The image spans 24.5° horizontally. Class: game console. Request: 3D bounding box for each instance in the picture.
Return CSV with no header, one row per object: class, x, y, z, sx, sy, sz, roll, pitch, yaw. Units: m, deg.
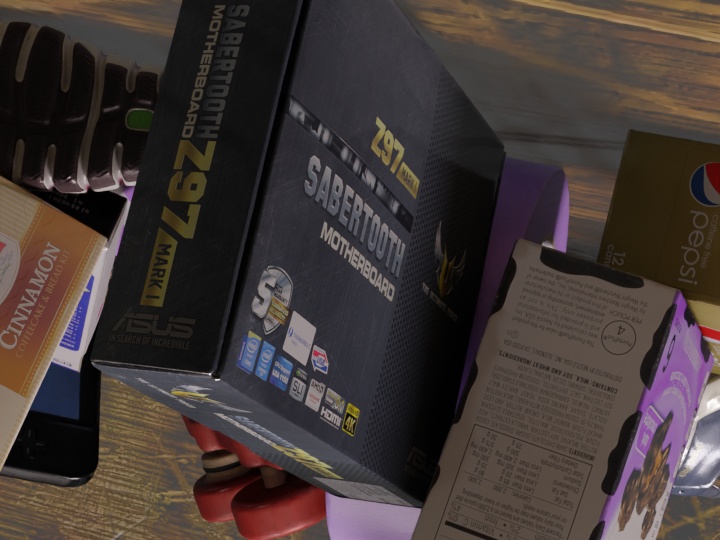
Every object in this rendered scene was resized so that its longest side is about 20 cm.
game console,-0.232,0.012,1.033,0.175,0.201,0.117,14,135,-20

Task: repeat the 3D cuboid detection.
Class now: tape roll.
tape roll,0.045,0.044,0.785,0.065,0.201,0.200,12,171,13

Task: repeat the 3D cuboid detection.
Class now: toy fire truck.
toy fire truck,-0.033,0.087,1.087,0.167,0.113,0.200,-21,-172,-21

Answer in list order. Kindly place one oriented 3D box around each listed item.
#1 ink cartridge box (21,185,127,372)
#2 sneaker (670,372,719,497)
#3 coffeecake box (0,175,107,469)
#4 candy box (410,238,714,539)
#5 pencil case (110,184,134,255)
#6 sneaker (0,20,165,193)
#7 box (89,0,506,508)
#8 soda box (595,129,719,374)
ink cartridge box,-0.180,-0.004,0.879,0.094,0.037,0.200,22,154,-5
sneaker,0.147,0.098,0.896,0.199,0.075,0.085,-24,121,14
coffeecake box,-0.214,0.055,0.800,0.073,0.154,0.200,30,154,-18
candy box,0.078,0.108,0.686,0.071,0.201,0.168,17,173,19
pencil case,-0.174,-0.062,0.903,0.199,0.086,0.084,13,-148,8
sneaker,-0.107,-0.062,0.797,0.199,0.076,0.116,12,174,12
box,-0.010,-0.012,0.600,0.051,0.159,0.200,4,162,24
soda box,0.163,0.001,0.757,0.064,0.068,0.200,12,171,23
